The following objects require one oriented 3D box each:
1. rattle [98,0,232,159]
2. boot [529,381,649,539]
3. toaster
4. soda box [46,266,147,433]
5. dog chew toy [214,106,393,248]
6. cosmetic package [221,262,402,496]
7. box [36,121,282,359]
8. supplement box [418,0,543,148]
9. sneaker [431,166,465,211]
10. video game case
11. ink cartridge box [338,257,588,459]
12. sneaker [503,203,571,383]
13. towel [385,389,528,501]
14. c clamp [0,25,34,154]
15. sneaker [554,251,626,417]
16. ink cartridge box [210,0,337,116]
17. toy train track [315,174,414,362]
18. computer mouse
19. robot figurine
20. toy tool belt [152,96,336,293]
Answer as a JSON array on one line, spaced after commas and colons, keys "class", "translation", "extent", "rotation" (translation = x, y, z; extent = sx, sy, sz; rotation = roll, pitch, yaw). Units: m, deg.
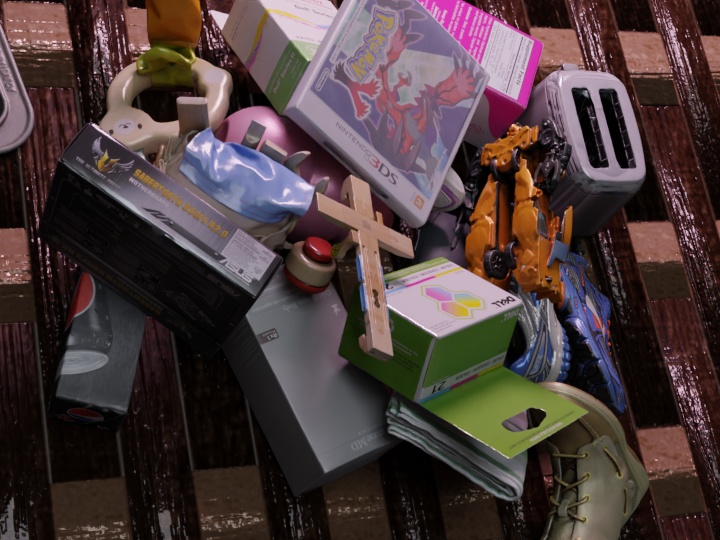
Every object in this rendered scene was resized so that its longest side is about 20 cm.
[{"class": "rattle", "translation": [-0.208, -0.170, 1.264], "extent": [0.130, 0.143, 0.200], "rotation": [36, 56, 6]}, {"class": "boot", "translation": [0.204, 0.218, 1.269], "extent": [0.200, 0.072, 0.156], "rotation": [52, 55, -36]}, {"class": "toaster", "translation": [0.237, -0.126, 1.438], "extent": [0.113, 0.129, 0.202], "rotation": [0, 67, -21]}, {"class": "soda box", "translation": [-0.235, 0.042, 1.208], "extent": [0.070, 0.063, 0.202], "rotation": [15, 62, -15]}, {"class": "dog chew toy", "translation": [-0.057, -0.083, 1.308], "extent": [0.199, 0.124, 0.125], "rotation": [22, 60, -20]}, {"class": "cosmetic package", "translation": [-0.052, 0.100, 1.243], "extent": [0.106, 0.090, 0.201], "rotation": [-22, 74, -32]}, {"class": "box", "translation": [-0.179, -0.020, 1.130], "extent": [0.199, 0.158, 0.048], "rotation": [35, 60, -3]}, {"class": "supplement box", "translation": [0.087, -0.233, 1.442], "extent": [0.199, 0.101, 0.104], "rotation": [27, 59, -10]}, {"class": "sneaker", "translation": [0.043, -0.142, 1.375], "extent": [0.200, 0.075, 0.099], "rotation": [40, 54, 21]}, {"class": "video game case", "translation": [0.033, -0.174, 1.276], "extent": [0.182, 0.023, 0.201], "rotation": [40, 58, -26]}, {"class": "ink cartridge box", "translation": [0.103, 0.074, 1.196], "extent": [0.199, 0.076, 0.147], "rotation": [29, 28, 31]}, {"class": "sneaker", "translation": [0.161, 0.026, 1.349], "extent": [0.085, 0.077, 0.202], "rotation": [-1, 75, -35]}, {"class": "towel", "translation": [0.097, 0.134, 1.266], "extent": [0.149, 0.031, 0.200], "rotation": [34, 23, -6]}, {"class": "c clamp", "translation": [-0.407, -0.174, 1.257], "extent": [0.170, 0.027, 0.202], "rotation": [-11, 72, -26]}, {"class": "sneaker", "translation": [0.242, 0.062, 1.389], "extent": [0.078, 0.075, 0.202], "rotation": [-10, 73, -29]}, {"class": "ink cartridge box", "translation": [-0.064, -0.233, 1.339], "extent": [0.116, 0.068, 0.200], "rotation": [6, 36, -39]}, {"class": "toy train track", "translation": [0.000, 0.000, 1.158], "extent": [0.114, 0.032, 0.201], "rotation": [25, 40, -33]}, {"class": "computer mouse", "translation": [0.073, -0.044, 1.371], "extent": [0.140, 0.046, 0.200], "rotation": [37, 51, -2]}, {"class": "robot figurine", "translation": [0.158, -0.056, 1.308], "extent": [0.058, 0.144, 0.202], "rotation": [28, 57, -35]}, {"class": "toy tool belt", "translation": [-0.094, -0.069, 1.173], "extent": [0.199, 0.123, 0.125], "rotation": [25, 28, -11]}]
